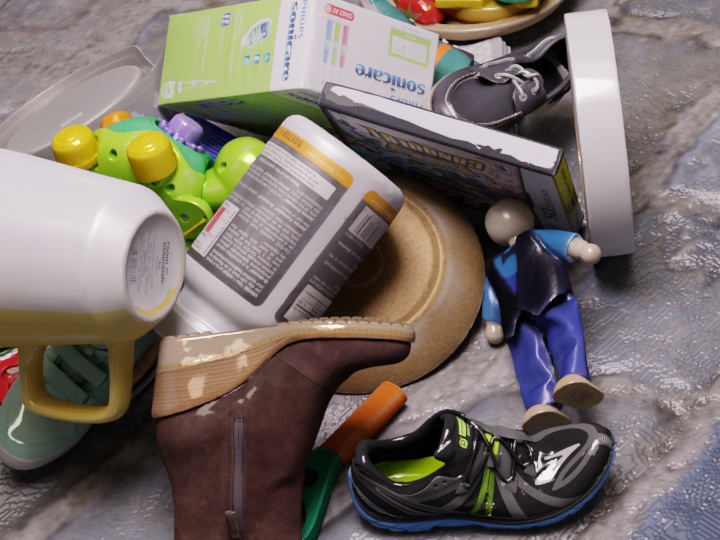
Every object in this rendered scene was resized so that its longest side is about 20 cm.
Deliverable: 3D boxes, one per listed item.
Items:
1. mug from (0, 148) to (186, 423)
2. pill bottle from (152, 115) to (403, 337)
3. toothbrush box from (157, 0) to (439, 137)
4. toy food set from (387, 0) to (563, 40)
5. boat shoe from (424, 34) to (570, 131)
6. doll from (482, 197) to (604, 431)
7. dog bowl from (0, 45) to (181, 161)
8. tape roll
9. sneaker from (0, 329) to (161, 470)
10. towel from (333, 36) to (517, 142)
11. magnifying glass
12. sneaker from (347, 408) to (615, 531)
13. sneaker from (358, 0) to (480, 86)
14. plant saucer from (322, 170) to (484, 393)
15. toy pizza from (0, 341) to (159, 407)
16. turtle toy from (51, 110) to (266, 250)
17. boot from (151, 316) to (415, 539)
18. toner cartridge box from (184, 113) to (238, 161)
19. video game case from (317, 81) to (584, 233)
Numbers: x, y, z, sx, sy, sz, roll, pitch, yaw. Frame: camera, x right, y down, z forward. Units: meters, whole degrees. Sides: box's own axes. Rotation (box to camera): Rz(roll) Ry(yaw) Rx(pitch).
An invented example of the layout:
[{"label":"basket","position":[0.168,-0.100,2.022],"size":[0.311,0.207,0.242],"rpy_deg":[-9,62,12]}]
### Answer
[{"label":"mug","position":[-0.208,0.002,1.427],"size":[0.153,0.187,0.150],"rpy_deg":[6,49,27]},{"label":"pill bottle","position":[-0.066,-0.011,1.493],"size":[0.116,0.116,0.200],"rpy_deg":[37,89,39]},{"label":"toothbrush box","position":[-0.055,-0.171,1.655],"size":[0.200,0.145,0.086],"rpy_deg":[1,81,49]},{"label":"toy food set","position":[0.116,-0.286,1.859],"size":[0.197,0.049,0.200],"rpy_deg":[1,38,16]},{"label":"boat shoe","position":[0.126,-0.159,1.630],"size":[0.073,0.063,0.200],"rpy_deg":[52,39,9]},{"label":"doll","position":[0.139,0.024,1.506],"size":[0.048,0.136,0.200],"rpy_deg":[15,44,-32]},{"label":"dog bowl","position":[-0.248,-0.127,1.737],"size":[0.200,0.059,0.200],"rpy_deg":[-27,22,12]},{"label":"tape roll","position":[0.193,-0.111,1.565],"size":[0.037,0.203,0.203],"rpy_deg":[-7,44,6]},{"label":"sneaker","position":[-0.219,0.060,1.516],"size":[0.074,0.118,0.201],"rpy_deg":[36,67,11]},{"label":"towel","position":[0.048,-0.134,1.746],"size":[0.190,0.032,0.200],"rpy_deg":[-8,43,6]},{"label":"magnifying glass","position":[-0.035,0.156,1.477],"size":[0.079,0.022,0.200],"rpy_deg":[25,57,33]},{"label":"sneaker","position":[0.088,0.143,1.414],"size":[0.199,0.083,0.071],"rpy_deg":[-7,46,7]},{"label":"sneaker","position":[0.060,-0.174,1.714],"size":[0.080,0.071,0.200],"rpy_deg":[-15,51,-17]},{"label":"plant saucer","position":[0.000,0.000,1.567],"size":[0.200,0.035,0.201],"rpy_deg":[-4,65,8]},{"label":"toy pizza","position":[-0.255,0.055,1.621],"size":[0.200,0.032,0.201],"rpy_deg":[-7,44,7]},{"label":"turtle toy","position":[-0.154,-0.072,1.607],"size":[0.199,0.146,0.101],"rpy_deg":[6,42,27]},{"label":"boot","position":[-0.051,0.121,1.415],"size":[0.199,0.167,0.072],"rpy_deg":[-7,0,5]},{"label":"toner cartridge box","position":[-0.109,-0.059,1.682],"size":[0.200,0.043,0.095],"rpy_deg":[32,72,36]},{"label":"video game case","position":[0.077,-0.087,1.570],"size":[0.199,0.181,0.026],"rpy_deg":[17,80,16]}]
